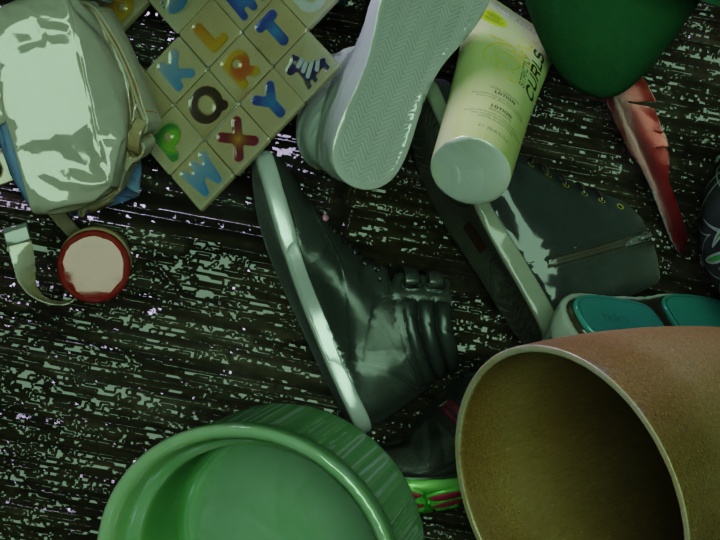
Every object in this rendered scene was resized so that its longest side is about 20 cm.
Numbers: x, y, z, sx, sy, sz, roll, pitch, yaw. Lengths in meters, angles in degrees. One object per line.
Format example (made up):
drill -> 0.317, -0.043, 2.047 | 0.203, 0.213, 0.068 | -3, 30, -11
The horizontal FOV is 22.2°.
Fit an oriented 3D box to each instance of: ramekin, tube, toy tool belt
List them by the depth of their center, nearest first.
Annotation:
ramekin -> -0.056, 0.180, 1.158 | 0.200, 0.098, 0.200 | 4, 102, 18
toy tool belt -> -0.189, -0.081, 1.196 | 0.125, 0.123, 0.200 | -16, 95, -2
tube -> 0.087, -0.120, 1.199 | 0.052, 0.200, 0.058 | -7, 124, 20

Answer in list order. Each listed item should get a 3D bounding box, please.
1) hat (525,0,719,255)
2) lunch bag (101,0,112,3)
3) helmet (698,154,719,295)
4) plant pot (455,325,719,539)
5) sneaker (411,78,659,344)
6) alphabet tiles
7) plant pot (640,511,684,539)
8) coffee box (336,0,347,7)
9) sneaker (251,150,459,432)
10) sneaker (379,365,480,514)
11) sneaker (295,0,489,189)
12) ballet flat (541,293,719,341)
hat -> 0.142, -0.131, 1.227 | 0.200, 0.166, 0.176 | 32, 108, 26
lunch bag -> -0.171, -0.240, 1.149 | 0.200, 0.170, 0.127 | 3, 89, 19
helmet -> 0.325, -0.035, 1.201 | 0.191, 0.200, 0.200 | -14, 87, -30
plant pot -> 0.193, 0.110, 1.114 | 0.200, 0.186, 0.187 | -17, 87, -36
sneaker -> 0.115, -0.053, 1.246 | 0.106, 0.075, 0.200 | -27, 89, -19
alphabet tiles -> -0.087, -0.166, 1.202 | 0.200, 0.008, 0.167 | -45, 71, 12
plant pot -> 0.185, 0.254, 1.178 | 0.200, 0.200, 0.175 | 35, 65, -2
coffee box -> -0.041, -0.292, 1.255 | 0.123, 0.044, 0.200 | 14, 84, -2
sneaker -> 0.000, 0.000, 1.227 | 0.099, 0.071, 0.200 | -24, 94, -8
sneaker -> 0.071, 0.110, 1.229 | 0.200, 0.077, 0.084 | -13, 70, -10
sneaker -> 0.016, -0.153, 1.212 | 0.074, 0.116, 0.200 | 28, 88, -21
ballet flat -> 0.193, 0.052, 1.227 | 0.200, 0.069, 0.069 | 5, 84, -38
